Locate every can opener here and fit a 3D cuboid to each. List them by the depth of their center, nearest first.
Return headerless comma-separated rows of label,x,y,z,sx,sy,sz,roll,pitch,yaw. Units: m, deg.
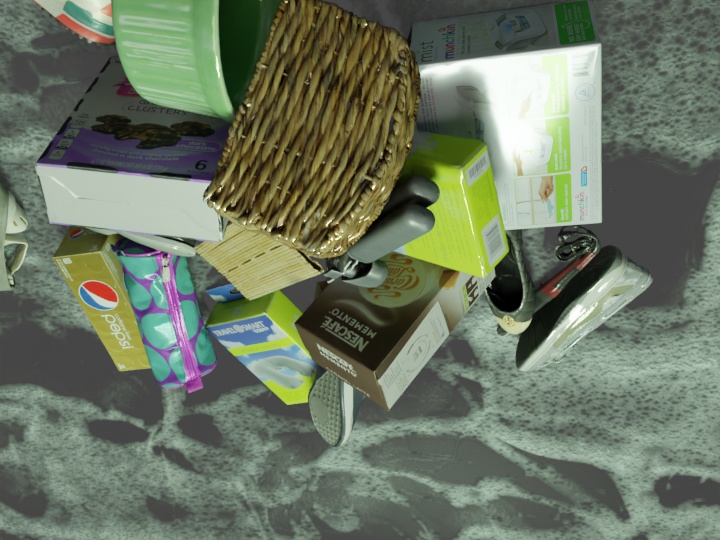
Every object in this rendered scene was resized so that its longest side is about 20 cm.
can opener,0.023,-0.029,0.801,0.066,0.054,0.200,21,157,-22

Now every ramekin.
ramekin,-0.133,-0.231,0.741,0.097,0.201,0.201,8,132,10

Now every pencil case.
pencil case,-0.235,0.043,1.036,0.084,0.092,0.202,-23,121,-23

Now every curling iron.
curling iron,0.218,0.016,1.021,0.049,0.026,0.201,36,135,5

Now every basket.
basket,-0.025,-0.113,0.756,0.141,0.149,0.202,22,90,9

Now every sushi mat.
sushi mat,-0.116,-0.014,0.934,0.096,0.012,0.199,46,153,-14

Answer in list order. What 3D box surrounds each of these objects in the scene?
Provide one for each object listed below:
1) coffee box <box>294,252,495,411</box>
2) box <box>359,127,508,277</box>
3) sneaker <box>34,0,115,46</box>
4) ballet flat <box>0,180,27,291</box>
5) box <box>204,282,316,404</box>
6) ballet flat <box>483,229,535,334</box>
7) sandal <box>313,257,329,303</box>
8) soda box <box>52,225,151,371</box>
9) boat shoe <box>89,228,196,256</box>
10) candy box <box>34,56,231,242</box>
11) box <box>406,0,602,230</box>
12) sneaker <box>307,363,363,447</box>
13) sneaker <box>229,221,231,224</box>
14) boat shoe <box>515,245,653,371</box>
coffee box,0.041,0.031,0.915,0.114,0.200,0.080,27,155,30
box,0.039,-0.074,0.820,0.199,0.048,0.123,18,139,40
sneaker,-0.296,-0.301,0.795,0.199,0.071,0.094,33,110,-18
ballet flat,-0.436,-0.050,1.038,0.063,0.068,0.201,-2,138,-28
box,-0.106,0.094,1.101,0.121,0.048,0.200,-14,130,39
ballet flat,0.160,0.000,0.986,0.066,0.057,0.201,5,132,27
sandal,-0.002,-0.005,1.019,0.069,0.078,0.213,-13,146,-25
soda box,-0.306,0.035,1.082,0.067,0.064,0.201,-6,130,14
boat shoe,-0.255,-0.066,0.939,0.198,0.061,0.076,18,170,25
candy box,-0.194,-0.124,0.834,0.166,0.201,0.072,6,132,3
box,0.145,-0.142,0.842,0.174,0.097,0.201,-4,131,12
sneaker,0.012,0.120,1.055,0.077,0.145,0.204,39,137,33
sneaker,-0.141,-0.096,0.927,0.199,0.076,0.104,32,143,-29
boat shoe,0.258,0.057,1.019,0.064,0.075,0.203,29,122,-12
